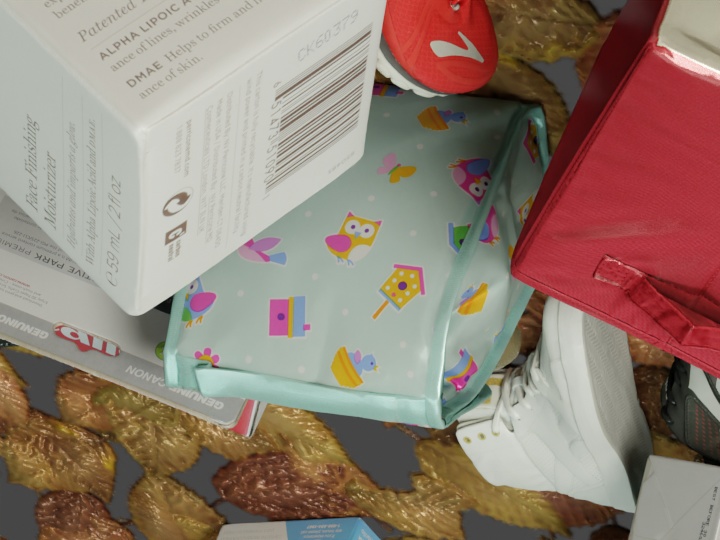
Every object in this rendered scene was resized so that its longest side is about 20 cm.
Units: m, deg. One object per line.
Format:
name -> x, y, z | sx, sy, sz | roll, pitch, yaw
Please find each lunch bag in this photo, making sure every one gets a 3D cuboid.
lunch bag -> 0.000, 0.000, 1.612 | 0.170, 0.200, 0.122 | 9, 143, 20

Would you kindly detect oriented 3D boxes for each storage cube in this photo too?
storage cube -> 0.198, -0.070, 1.407 | 0.171, 0.200, 0.180 | 26, 140, -1

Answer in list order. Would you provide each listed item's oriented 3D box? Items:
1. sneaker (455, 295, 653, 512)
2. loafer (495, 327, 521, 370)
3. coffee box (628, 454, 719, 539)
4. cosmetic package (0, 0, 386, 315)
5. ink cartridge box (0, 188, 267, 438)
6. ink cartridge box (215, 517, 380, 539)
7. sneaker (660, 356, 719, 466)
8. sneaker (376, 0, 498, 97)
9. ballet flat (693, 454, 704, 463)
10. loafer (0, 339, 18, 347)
sneaker -> 0.102, 0.074, 1.760 | 0.115, 0.074, 0.200 | 6, 143, 20
loafer -> 0.021, 0.045, 1.751 | 0.067, 0.076, 0.200 | 42, 156, -21
coffee box -> 0.250, 0.184, 1.707 | 0.200, 0.113, 0.080 | 17, 174, -31
cosmetic package -> -0.115, -0.124, 1.489 | 0.200, 0.165, 0.165 | 43, 152, 21
ink cartridge box -> -0.135, 0.009, 1.727 | 0.200, 0.176, 0.084 | 22, 145, 5
ink cartridge box -> -0.051, 0.285, 2.020 | 0.128, 0.200, 0.125 | -7, 135, 37
sneaker -> 0.204, 0.053, 1.670 | 0.098, 0.071, 0.200 | -1, 139, 29
sneaker -> 0.038, -0.158, 1.481 | 0.085, 0.077, 0.200 | 10, 144, 31
ballet flat -> 0.264, 0.170, 1.812 | 0.065, 0.071, 0.200 | -24, 131, 15
loafer -> -0.271, 0.031, 1.931 | 0.200, 0.070, 0.068 | 4, 141, 28
